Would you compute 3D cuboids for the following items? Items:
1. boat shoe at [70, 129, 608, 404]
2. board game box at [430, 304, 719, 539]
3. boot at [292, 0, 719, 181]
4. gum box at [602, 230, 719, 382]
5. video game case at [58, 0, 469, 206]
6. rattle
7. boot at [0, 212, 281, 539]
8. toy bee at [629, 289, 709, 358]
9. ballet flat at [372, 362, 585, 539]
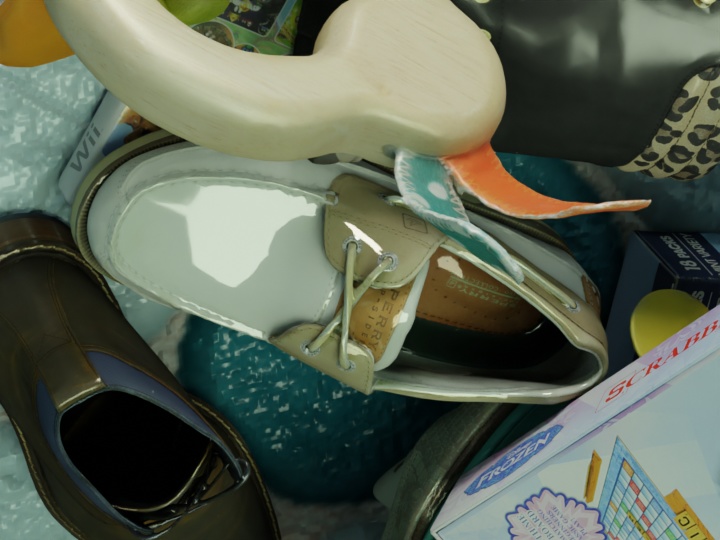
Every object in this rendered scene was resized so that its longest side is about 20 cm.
[{"bbox_3d":[0.000,0.000,0.987,0.199,0.068,0.075,9,115,-27],"label":"boat shoe"},{"bbox_3d":[0.160,0.107,0.985,0.199,0.041,0.200,-35,101,32],"label":"board game box"},{"bbox_3d":[0.070,-0.114,0.937,0.150,0.073,0.201,8,119,-19],"label":"boot"},{"bbox_3d":[0.182,0.071,1.145,0.199,0.045,0.171,1,117,-25],"label":"gum box"},{"bbox_3d":[0.002,-0.087,0.989,0.143,0.018,0.201,20,109,-32],"label":"video game case"},{"bbox_3d":[-0.025,-0.041,0.872,0.200,0.130,0.143,38,123,1],"label":"rattle"},{"bbox_3d":[-0.075,0.078,1.004,0.075,0.097,0.200,-35,126,-1],"label":"boot"},{"bbox_3d":[0.171,0.004,1.033,0.130,0.109,0.200,17,124,-35],"label":"toy bee"},{"bbox_3d":[0.019,0.111,1.087,0.067,0.062,0.201,9,110,-48],"label":"ballet flat"}]
